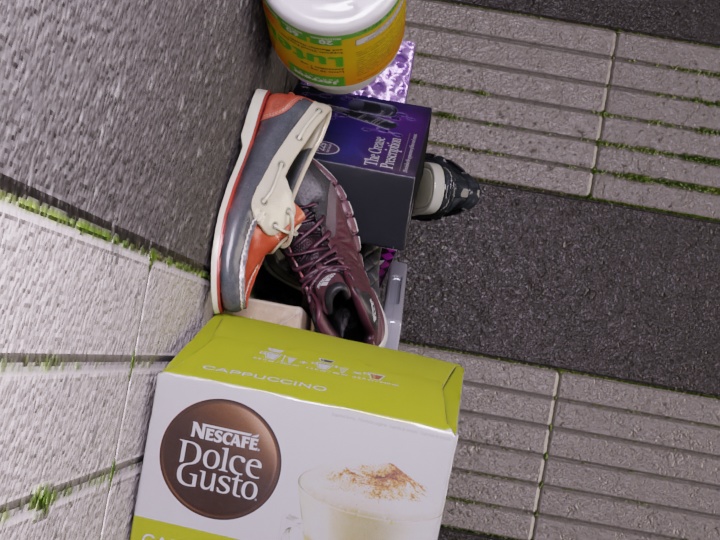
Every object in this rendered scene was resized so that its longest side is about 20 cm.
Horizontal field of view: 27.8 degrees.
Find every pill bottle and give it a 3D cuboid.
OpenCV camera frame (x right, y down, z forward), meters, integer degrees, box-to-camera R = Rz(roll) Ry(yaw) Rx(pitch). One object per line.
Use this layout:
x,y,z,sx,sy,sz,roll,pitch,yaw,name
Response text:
-0.019,-0.207,1.142,0.200,0.111,0.111,85,15,-79,pill bottle

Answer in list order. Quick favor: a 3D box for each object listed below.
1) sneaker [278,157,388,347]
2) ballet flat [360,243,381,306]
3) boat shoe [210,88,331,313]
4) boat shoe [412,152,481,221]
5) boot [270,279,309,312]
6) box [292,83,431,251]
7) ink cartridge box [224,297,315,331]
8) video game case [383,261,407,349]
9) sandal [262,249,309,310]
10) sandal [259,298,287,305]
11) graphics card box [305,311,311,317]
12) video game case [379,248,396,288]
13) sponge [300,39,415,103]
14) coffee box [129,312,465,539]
-0.030,-0.013,1.210,0.200,0.076,0.116,63,2,-3,sneaker
0.000,0.000,1.375,0.066,0.057,0.200,-37,-150,39,ballet flat
-0.072,-0.054,1.134,0.071,0.063,0.200,99,3,-61,boat shoe
0.072,-0.088,1.539,0.199,0.066,0.075,178,-85,-73,boat shoe
-0.062,0.027,1.570,0.165,0.066,0.200,-62,160,-57,boot
-0.013,-0.101,1.361,0.200,0.141,0.079,-75,172,-65,box
-0.093,0.129,1.237,0.165,0.075,0.200,64,35,-84,ink cartridge box
0.022,0.112,1.496,0.182,0.022,0.200,-78,176,-71,video game case
-0.042,0.006,1.436,0.201,0.057,0.080,35,48,-44,sandal
-0.087,0.111,1.396,0.200,0.075,0.045,87,16,-44,sandal
-0.055,0.132,1.472,0.051,0.125,0.200,-68,170,-52,graphics card box
-0.018,-0.030,1.622,0.200,0.036,0.181,-100,-152,-45,video game case
-0.014,-0.142,1.488,0.030,0.111,0.200,80,19,-86,sponge
-0.042,0.158,1.029,0.200,0.199,0.198,-58,159,-79,coffee box
